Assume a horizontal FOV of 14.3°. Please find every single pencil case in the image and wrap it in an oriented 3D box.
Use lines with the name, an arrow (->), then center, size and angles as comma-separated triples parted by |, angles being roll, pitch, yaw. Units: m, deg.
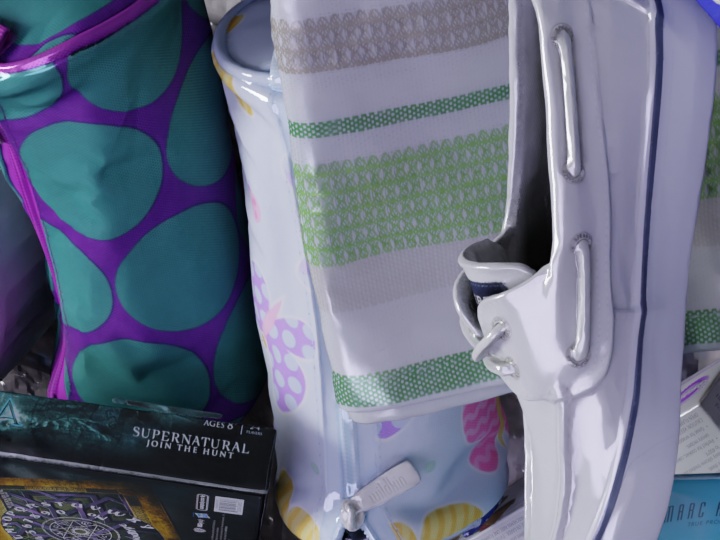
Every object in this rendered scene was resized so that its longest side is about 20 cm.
pencil case -> 0.000, 0.000, 0.975 | 0.083, 0.091, 0.201 | 11, 123, 28
pencil case -> -0.085, -0.027, 0.987 | 0.085, 0.092, 0.200 | 46, 158, 42

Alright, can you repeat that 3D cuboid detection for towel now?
towel -> 0.051, -0.052, 0.892 | 0.149, 0.031, 0.201 | -13, 119, -7

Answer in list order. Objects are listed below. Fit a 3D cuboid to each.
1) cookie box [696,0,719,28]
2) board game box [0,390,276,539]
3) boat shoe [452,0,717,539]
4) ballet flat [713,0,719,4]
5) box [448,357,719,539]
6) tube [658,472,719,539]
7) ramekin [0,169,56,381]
cookie box -> 0.211, -0.075, 0.796 | 0.200, 0.075, 0.171 | 49, 134, -3
board game box -> -0.103, 0.092, 1.049 | 0.135, 0.028, 0.200 | 8, 157, -2
boat shoe -> 0.060, 0.005, 0.865 | 0.065, 0.074, 0.201 | 3, 97, -14
ballet flat -> 0.095, -0.094, 0.770 | 0.200, 0.072, 0.072 | 32, 131, 18
box -> 0.072, 0.091, 1.020 | 0.041, 0.039, 0.200 | 49, 133, -5
tube -> 0.104, 0.120, 0.982 | 0.200, 0.077, 0.051 | 105, 154, -52
ramekin -> -0.196, -0.029, 1.080 | 0.200, 0.098, 0.201 | 17, 127, 23
